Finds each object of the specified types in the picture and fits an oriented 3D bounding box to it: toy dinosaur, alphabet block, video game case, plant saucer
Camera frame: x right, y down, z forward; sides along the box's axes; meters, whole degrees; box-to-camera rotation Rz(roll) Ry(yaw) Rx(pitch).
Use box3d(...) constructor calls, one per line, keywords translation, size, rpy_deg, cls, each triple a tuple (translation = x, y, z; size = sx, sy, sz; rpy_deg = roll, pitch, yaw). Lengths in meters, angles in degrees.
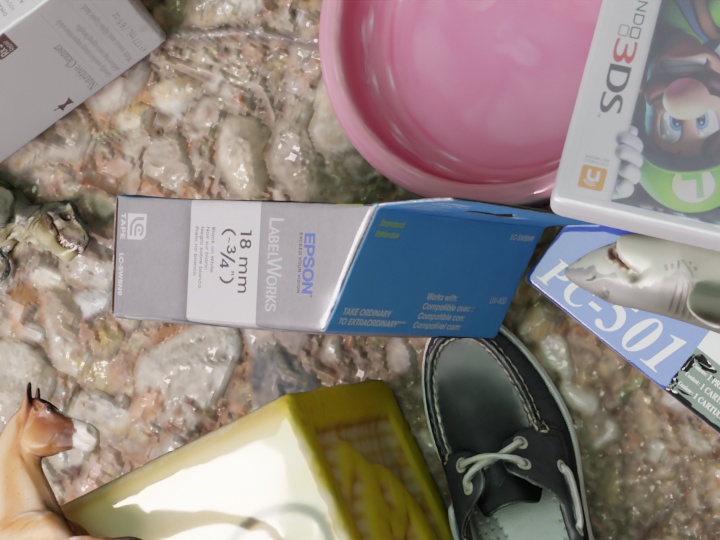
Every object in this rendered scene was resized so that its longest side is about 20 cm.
box3d(translation=(-0.237, -0.024, 1.240), size=(0.199, 0.047, 0.088), rpy_deg=(22, 85, 17), cls="toy dinosaur")
box3d(translation=(-0.056, 0.182, 1.115), size=(0.199, 0.196, 0.196), rpy_deg=(-25, 85, 13), cls="alphabet block")
box3d(translation=(0.205, -0.090, 1.042), size=(0.199, 0.023, 0.183), rpy_deg=(13, 74, 10), cls="video game case")
box3d(translation=(0.078, -0.124, 1.136), size=(0.200, 0.051, 0.202), rpy_deg=(-6, 76, 25), cls="plant saucer")

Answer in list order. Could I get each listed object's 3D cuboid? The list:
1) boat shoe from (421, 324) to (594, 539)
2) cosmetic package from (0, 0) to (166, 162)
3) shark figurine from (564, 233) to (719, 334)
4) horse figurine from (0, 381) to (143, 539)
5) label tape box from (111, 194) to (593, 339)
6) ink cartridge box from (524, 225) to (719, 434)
box3d(translation=(0.077, 0.119, 1.149), size=(0.074, 0.060, 0.201), rpy_deg=(-16, 86, 14), cls="boat shoe")
box3d(translation=(-0.215, -0.107, 1.179), size=(0.200, 0.113, 0.081), rpy_deg=(-38, 68, 3), cls="cosmetic package")
box3d(translation=(0.200, 0.043, 1.052), size=(0.128, 0.215, 0.090), rpy_deg=(-22, 125, -13), cls="shark figurine")
box3d(translation=(-0.139, 0.168, 1.007), size=(0.132, 0.050, 0.201), rpy_deg=(25, 102, 26), cls="horse figurine")
box3d(translation=(0.000, 0.000, 1.093), size=(0.199, 0.144, 0.064), rpy_deg=(2, 88, 37), cls="label tape box")
box3d(translation=(0.189, 0.030, 1.129), size=(0.200, 0.044, 0.094), rpy_deg=(39, 97, 12), cls="ink cartridge box")
